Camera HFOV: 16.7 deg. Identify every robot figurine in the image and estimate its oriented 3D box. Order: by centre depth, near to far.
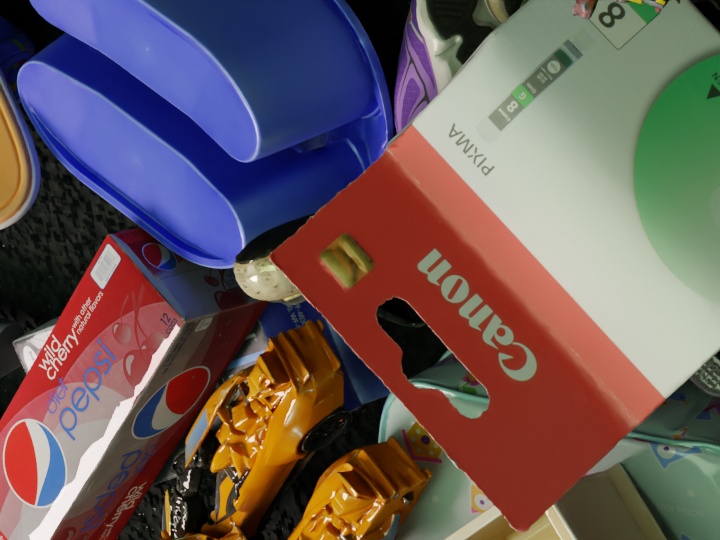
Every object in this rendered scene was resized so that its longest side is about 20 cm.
[{"bbox_3d":[-0.045,0.123,1.189,0.145,0.058,0.200,53,136,22],"label":"robot figurine"}]

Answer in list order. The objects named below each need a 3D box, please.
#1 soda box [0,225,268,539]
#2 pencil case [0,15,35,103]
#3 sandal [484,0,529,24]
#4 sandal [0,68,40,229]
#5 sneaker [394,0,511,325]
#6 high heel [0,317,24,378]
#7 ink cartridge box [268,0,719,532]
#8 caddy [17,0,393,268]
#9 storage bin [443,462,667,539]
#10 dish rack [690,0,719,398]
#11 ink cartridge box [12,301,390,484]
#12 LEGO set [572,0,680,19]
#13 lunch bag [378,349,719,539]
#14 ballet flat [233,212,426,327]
[{"bbox_3d":[-0.128,0.068,1.226,0.063,0.070,0.200,47,123,20],"label":"soda box"},{"bbox_3d":[-0.248,-0.151,1.258,0.200,0.087,0.078,49,163,6],"label":"pencil case"},{"bbox_3d":[0.051,-0.205,1.085,0.057,0.079,0.202,-17,90,48],"label":"sandal"},{"bbox_3d":[-0.217,-0.117,1.183,0.079,0.059,0.207,-32,83,-6],"label":"sandal"},{"bbox_3d":[0.054,-0.048,1.095,0.080,0.201,0.084,7,149,-15],"label":"sneaker"},{"bbox_3d":[-0.256,0.098,1.358,0.142,0.071,0.201,18,110,26],"label":"high heel"},{"bbox_3d":[0.087,-0.019,1.008,0.161,0.200,0.050,47,165,6],"label":"ink cartridge box"},{"bbox_3d":[-0.072,-0.096,1.165,0.200,0.105,0.142,36,137,25],"label":"caddy"},{"bbox_3d":[0.071,0.220,1.078,0.200,0.094,0.199,-36,77,24],"label":"storage bin"},{"bbox_3d":[0.173,-0.050,1.080,0.153,0.055,0.200,44,120,7],"label":"dish rack"},{"bbox_3d":[-0.081,0.049,1.261,0.199,0.039,0.100,-21,96,32],"label":"ink cartridge box"},{"bbox_3d":[0.156,-0.152,0.972,0.153,0.200,0.116,20,121,3],"label":"LEGO set"},{"bbox_3d":[0.101,0.125,1.166,0.199,0.077,0.162,11,114,25],"label":"lunch bag"},{"bbox_3d":[0.000,0.000,1.107,0.066,0.200,0.057,-13,87,21],"label":"ballet flat"}]
